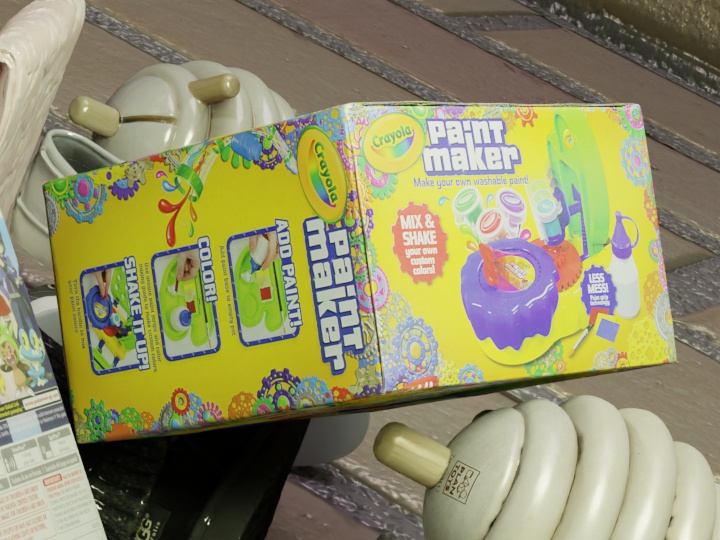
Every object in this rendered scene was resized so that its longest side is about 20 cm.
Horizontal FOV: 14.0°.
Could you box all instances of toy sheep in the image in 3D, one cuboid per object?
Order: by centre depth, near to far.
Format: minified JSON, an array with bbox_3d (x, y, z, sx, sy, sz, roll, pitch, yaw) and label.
[{"bbox_3d":[0.093,0.117,1.271,0.199,0.138,0.138,22,15,-14],"label":"toy sheep"},{"bbox_3d":[-0.099,-0.069,1.810,0.200,0.138,0.138,30,8,-39],"label":"toy sheep"}]

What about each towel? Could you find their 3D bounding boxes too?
[{"bbox_3d":[-0.194,-0.042,1.460,0.032,0.192,0.200,23,14,-3],"label":"towel"}]

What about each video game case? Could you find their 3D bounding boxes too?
[{"bbox_3d":[-0.177,0.069,1.200,0.023,0.183,0.200,-18,-1,23],"label":"video game case"}]

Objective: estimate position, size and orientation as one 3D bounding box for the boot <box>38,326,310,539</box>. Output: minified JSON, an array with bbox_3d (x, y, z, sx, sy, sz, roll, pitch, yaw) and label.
[{"bbox_3d":[-0.110,0.074,1.401,0.157,0.080,0.211,25,16,5],"label":"boot"}]

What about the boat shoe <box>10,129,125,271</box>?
[{"bbox_3d":[-0.106,-0.016,1.512,0.072,0.069,0.200,-1,24,-39],"label":"boat shoe"}]

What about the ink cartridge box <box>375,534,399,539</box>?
[{"bbox_3d":[0.102,0.201,1.347,0.199,0.047,0.160,17,16,-16],"label":"ink cartridge box"}]

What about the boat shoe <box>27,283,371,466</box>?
[{"bbox_3d":[-0.092,0.050,1.551,0.199,0.070,0.066,12,19,-14],"label":"boat shoe"}]

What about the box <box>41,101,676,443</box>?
[{"bbox_3d":[0.000,0.000,1.301,0.192,0.123,0.199,-12,-6,43],"label":"box"}]
